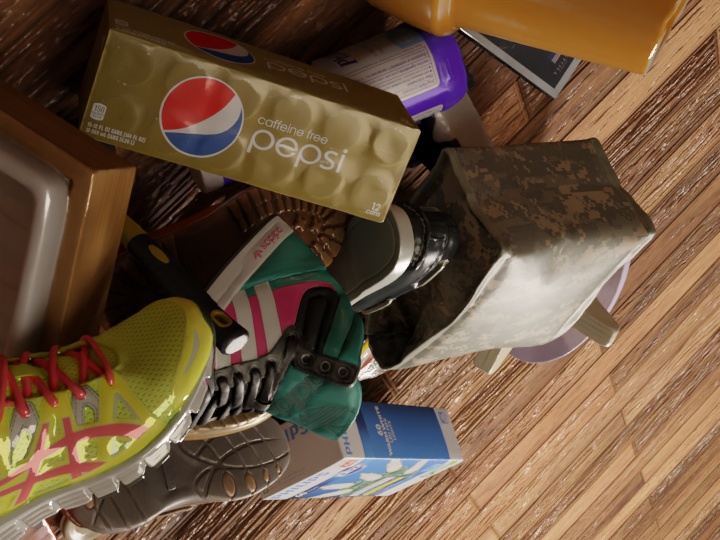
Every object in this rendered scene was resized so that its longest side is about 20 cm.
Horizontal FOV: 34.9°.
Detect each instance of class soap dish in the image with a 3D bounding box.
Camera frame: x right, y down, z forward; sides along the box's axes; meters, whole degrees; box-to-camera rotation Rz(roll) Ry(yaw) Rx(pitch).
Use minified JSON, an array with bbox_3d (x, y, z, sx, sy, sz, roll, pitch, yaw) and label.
[{"bbox_3d":[-0.209,-0.008,0.633,0.081,0.157,0.202,-29,144,-54],"label":"soap dish"}]

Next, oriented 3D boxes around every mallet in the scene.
[{"bbox_3d":[-0.126,-0.024,0.666,0.066,0.199,0.041,-32,151,-41],"label":"mallet"}]

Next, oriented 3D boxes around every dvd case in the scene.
[{"bbox_3d":[0.152,-0.237,0.933,0.199,0.025,0.151,18,109,-53],"label":"dvd case"}]

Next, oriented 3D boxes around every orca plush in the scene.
[{"bbox_3d":[0.067,-0.108,0.948,0.199,0.070,0.106,20,63,-59],"label":"orca plush"}]

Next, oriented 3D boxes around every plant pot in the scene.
[{"bbox_3d":[0.126,-0.219,0.717,0.201,0.182,0.200,-58,170,-17],"label":"plant pot"}]

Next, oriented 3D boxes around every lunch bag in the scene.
[{"bbox_3d":[0.104,-0.002,0.906,0.163,0.118,0.201,-8,147,-33],"label":"lunch bag"}]

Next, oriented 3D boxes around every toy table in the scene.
[{"bbox_3d":[0.170,0.007,1.067,0.117,0.182,0.202,-21,127,-59],"label":"toy table"}]

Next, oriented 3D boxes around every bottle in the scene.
[{"bbox_3d":[-0.027,-0.112,0.792,0.198,0.083,0.066,-24,109,-14],"label":"bottle"}]

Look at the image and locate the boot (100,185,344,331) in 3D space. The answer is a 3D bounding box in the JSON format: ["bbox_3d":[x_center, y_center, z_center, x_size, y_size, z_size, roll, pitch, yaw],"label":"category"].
[{"bbox_3d":[-0.108,-0.013,0.791,0.199,0.107,0.076,-22,103,-32],"label":"boot"}]

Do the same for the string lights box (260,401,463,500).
[{"bbox_3d":[-0.001,0.170,1.083,0.102,0.059,0.199,-31,155,29],"label":"string lights box"}]

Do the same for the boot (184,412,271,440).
[{"bbox_3d":[-0.109,0.088,0.806,0.166,0.073,0.199,-34,174,42],"label":"boot"}]

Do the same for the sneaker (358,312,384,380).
[{"bbox_3d":[0.018,0.040,1.012,0.199,0.078,0.082,-32,150,-12],"label":"sneaker"}]

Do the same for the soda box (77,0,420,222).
[{"bbox_3d":[-0.068,-0.096,0.701,0.198,0.064,0.068,15,114,-22],"label":"soda box"}]

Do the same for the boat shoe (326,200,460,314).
[{"bbox_3d":[0.000,0.000,0.861,0.060,0.199,0.077,-2,82,-32],"label":"boat shoe"}]

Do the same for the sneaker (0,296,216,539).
[{"bbox_3d":[-0.161,0.071,0.560,0.199,0.078,0.091,-36,132,-11],"label":"sneaker"}]

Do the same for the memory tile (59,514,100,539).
[{"bbox_3d":[-0.166,0.128,0.925,0.152,0.017,0.202,-14,132,-41],"label":"memory tile"}]

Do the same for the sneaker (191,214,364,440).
[{"bbox_3d":[-0.063,0.069,0.684,0.200,0.120,0.084,-52,-177,-36],"label":"sneaker"}]

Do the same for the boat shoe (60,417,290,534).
[{"bbox_3d":[-0.147,0.155,0.903,0.199,0.077,0.072,-6,170,-39],"label":"boat shoe"}]

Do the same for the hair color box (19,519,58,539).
[{"bbox_3d":[-0.282,0.194,0.816,0.111,0.064,0.201,-35,145,-21],"label":"hair color box"}]
